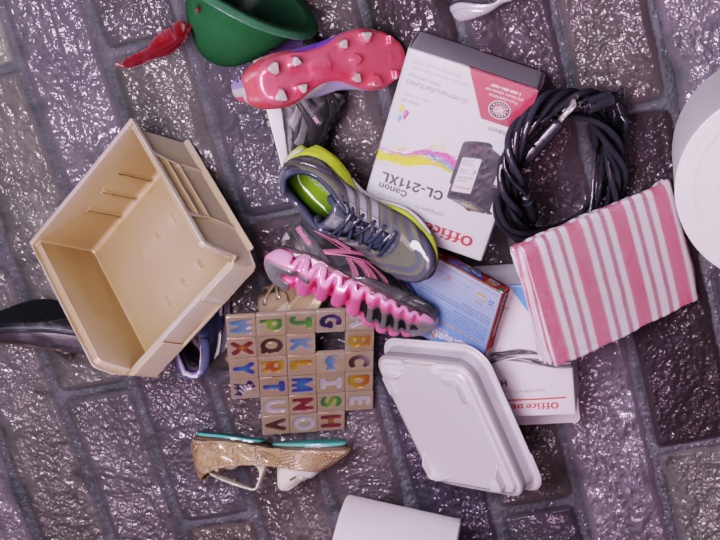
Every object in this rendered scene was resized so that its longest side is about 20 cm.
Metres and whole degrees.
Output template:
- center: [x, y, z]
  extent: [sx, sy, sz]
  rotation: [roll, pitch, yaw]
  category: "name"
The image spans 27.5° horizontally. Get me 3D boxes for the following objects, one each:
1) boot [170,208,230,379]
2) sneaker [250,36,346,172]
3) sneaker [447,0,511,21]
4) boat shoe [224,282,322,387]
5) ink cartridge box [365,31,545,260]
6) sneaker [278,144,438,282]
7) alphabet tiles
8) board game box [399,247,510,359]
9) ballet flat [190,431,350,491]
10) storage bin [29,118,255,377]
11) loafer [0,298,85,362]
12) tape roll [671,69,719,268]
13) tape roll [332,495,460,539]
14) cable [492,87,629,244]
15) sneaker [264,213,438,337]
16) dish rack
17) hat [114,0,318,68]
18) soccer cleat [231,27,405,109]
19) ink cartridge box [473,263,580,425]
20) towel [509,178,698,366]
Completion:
- center: [-0.185, 0.020, 1.671]
  extent: [0.072, 0.090, 0.202]
  rotation: [-2, 111, 11]
  category: "boot"
- center: [-0.051, -0.156, 1.587]
  extent: [0.087, 0.076, 0.201]
  rotation: [-13, 109, 9]
  category: "sneaker"
- center: [0.155, -0.341, 1.469]
  extent: [0.199, 0.075, 0.115]
  rotation: [-26, 108, 23]
  category: "sneaker"
- center: [-0.089, 0.047, 1.675]
  extent: [0.064, 0.071, 0.201]
  rotation: [32, 115, -4]
  category: "boat shoe"
- center: [0.096, -0.130, 1.562]
  extent: [0.145, 0.083, 0.201]
  rotation: [18, 114, 3]
  category: "ink cartridge box"
- center: [-0.009, -0.050, 1.526]
  extent: [0.199, 0.081, 0.074]
  rotation: [34, 115, 5]
  category: "sneaker"
- center: [-0.067, 0.118, 1.682]
  extent: [0.166, 0.008, 0.201]
  rotation: [-4, 133, -4]
  category: "alphabet tiles"
- center: [0.065, 0.018, 1.613]
  extent: [0.199, 0.019, 0.104]
  rotation: [30, 125, 23]
  category: "board game box"
- center: [-0.107, 0.229, 1.750]
  extent: [0.198, 0.070, 0.066]
  rotation: [1, 86, 19]
  category: "ballet flat"
- center: [-0.238, -0.019, 1.614]
  extent: [0.200, 0.093, 0.199]
  rotation: [-46, 59, 22]
  category: "storage bin"
- center: [-0.351, 0.078, 1.739]
  extent: [0.198, 0.073, 0.073]
  rotation: [-1, 116, 12]
  category: "loafer"
- center: [0.416, -0.103, 1.482]
  extent: [0.201, 0.139, 0.204]
  rotation: [4, 113, 9]
  category: "tape roll"
- center: [0.032, 0.374, 1.705]
  extent: [0.138, 0.203, 0.204]
  rotation: [11, 113, 5]
  category: "tape roll"
- center: [0.209, -0.095, 1.532]
  extent: [0.162, 0.051, 0.201]
  rotation: [-18, 131, -29]
  category: "cable"
- center: [0.000, 0.000, 1.592]
  extent: [0.199, 0.096, 0.079]
  rotation: [25, 153, -3]
  category: "sneaker"
- center: [0.102, 0.171, 1.648]
  extent: [0.171, 0.043, 0.201]
  rotation: [3, 124, 49]
  category: "dish rack"
- center: [-0.154, -0.221, 1.536]
  extent: [0.165, 0.200, 0.177]
  rotation: [22, 115, -16]
  category: "hat"
- center: [-0.041, -0.208, 1.526]
  extent: [0.076, 0.199, 0.067]
  rotation: [2, 108, 51]
  category: "soccer cleat"
- center: [0.183, 0.097, 1.645]
  extent: [0.115, 0.068, 0.202]
  rotation: [-4, 111, 13]
  category: "ink cartridge box"
- center: [0.262, 0.001, 1.570]
  extent: [0.199, 0.030, 0.147]
  rotation: [-23, 112, -15]
  category: "towel"
